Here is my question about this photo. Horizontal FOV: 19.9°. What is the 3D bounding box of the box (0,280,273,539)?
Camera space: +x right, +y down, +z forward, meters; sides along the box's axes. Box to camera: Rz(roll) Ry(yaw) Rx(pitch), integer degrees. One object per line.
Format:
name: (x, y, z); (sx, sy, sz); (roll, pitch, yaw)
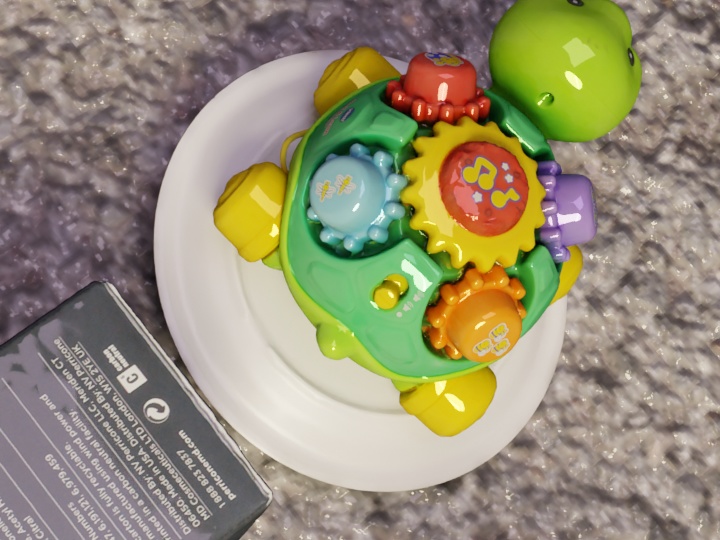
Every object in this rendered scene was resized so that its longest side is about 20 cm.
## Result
box: (-0.152, 0.119, 0.765); (0.200, 0.148, 0.107); (-37, 83, -25)

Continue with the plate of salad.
plate of salad: (0.000, 0.000, 0.909); (0.199, 0.048, 0.201); (7, 73, -24)

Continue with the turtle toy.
turtle toy: (0.044, -0.038, 0.855); (0.146, 0.101, 0.200); (42, 62, -8)
